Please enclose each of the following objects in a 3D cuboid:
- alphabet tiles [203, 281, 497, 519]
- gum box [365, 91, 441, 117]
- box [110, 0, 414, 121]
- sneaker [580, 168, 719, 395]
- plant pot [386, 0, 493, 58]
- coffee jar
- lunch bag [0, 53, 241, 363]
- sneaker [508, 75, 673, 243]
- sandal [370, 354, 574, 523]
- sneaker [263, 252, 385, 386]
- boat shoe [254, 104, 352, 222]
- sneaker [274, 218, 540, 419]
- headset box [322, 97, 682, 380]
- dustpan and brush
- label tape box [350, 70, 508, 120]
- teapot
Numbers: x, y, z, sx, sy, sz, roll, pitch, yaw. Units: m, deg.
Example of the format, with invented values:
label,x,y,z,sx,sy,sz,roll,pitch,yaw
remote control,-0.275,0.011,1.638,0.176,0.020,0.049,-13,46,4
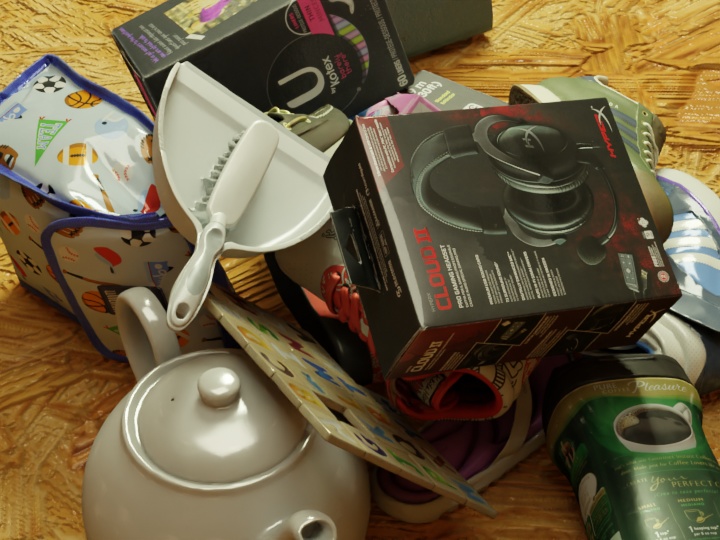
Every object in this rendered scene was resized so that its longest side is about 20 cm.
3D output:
label,x,y,z,sx,sy,sz,roll,pitch,yaw
alphabet tiles,-0.017,0.075,1.085,0.008,0.167,0.200,-53,45,7
gum box,0.085,-0.047,1.211,0.200,0.066,0.114,36,2,-9
box,-0.077,-0.171,1.377,0.200,0.122,0.106,-29,37,-5
sneaker,0.204,0.009,1.241,0.146,0.081,0.200,-14,48,-20
plant pot,-0.025,-0.290,1.513,0.200,0.196,0.196,-28,48,-17
coffee jar,0.183,0.140,1.087,0.104,0.085,0.200,-2,42,-11
lunch bag,-0.175,-0.029,1.219,0.200,0.170,0.124,30,63,30
sneaker,0.194,-0.091,1.274,0.090,0.067,0.200,-15,39,-20
sandal,0.085,0.096,1.167,0.082,0.050,0.203,24,47,26
sneaker,0.000,0.001,1.268,0.108,0.067,0.201,-15,47,-17
boat shoe,-0.059,-0.085,1.235,0.060,0.072,0.202,51,29,-7
sneaker,0.021,0.032,1.138,0.201,0.067,0.108,18,47,12
headset box,0.077,-0.022,1.073,0.200,0.077,0.149,-5,64,-23
dustpan and brush,-0.087,-0.037,1.087,0.140,0.057,0.200,33,58,-15
label tape box,0.037,-0.093,1.373,0.200,0.066,0.143,26,48,25
teapot,-0.087,0.116,1.077,0.200,0.146,0.197,8,42,12
